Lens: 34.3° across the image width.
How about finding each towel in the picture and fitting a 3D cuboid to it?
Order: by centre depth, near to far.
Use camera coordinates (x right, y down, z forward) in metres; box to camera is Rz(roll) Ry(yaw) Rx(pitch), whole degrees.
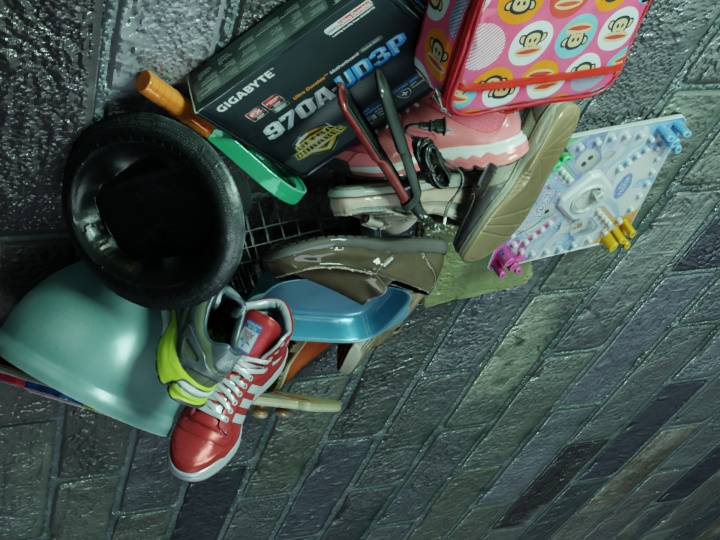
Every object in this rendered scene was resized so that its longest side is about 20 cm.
[{"bbox_3d":[0.135,-0.024,1.370,0.148,0.037,0.200,-15,150,-3],"label":"towel"}]

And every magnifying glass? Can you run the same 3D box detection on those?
[{"bbox_3d":[-0.122,-0.120,1.055,0.022,0.080,0.200,-47,132,13],"label":"magnifying glass"}]

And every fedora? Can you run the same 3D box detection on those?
[{"bbox_3d":[-0.172,-0.061,1.060,0.201,0.201,0.092,-40,176,33],"label":"fedora"}]

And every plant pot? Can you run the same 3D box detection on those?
[{"bbox_3d":[-0.251,0.061,1.174,0.200,0.200,0.134,35,80,-54],"label":"plant pot"}]

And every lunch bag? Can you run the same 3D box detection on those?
[{"bbox_3d":[0.145,-0.206,0.993,0.200,0.082,0.176,-13,141,-29],"label":"lunch bag"}]

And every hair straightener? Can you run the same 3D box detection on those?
[{"bbox_3d":[0.050,-0.105,1.053,0.077,0.041,0.200,-20,134,13],"label":"hair straightener"}]

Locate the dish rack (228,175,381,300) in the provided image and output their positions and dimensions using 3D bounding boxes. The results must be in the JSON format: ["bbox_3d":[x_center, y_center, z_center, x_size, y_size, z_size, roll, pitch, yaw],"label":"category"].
[{"bbox_3d":[-0.074,-0.029,1.239,0.200,0.055,0.153,-14,148,-2],"label":"dish rack"}]

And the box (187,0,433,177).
[{"bbox_3d":[-0.026,-0.176,1.027,0.200,0.046,0.159,-31,148,22],"label":"box"}]

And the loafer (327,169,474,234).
[{"bbox_3d":[0.049,-0.063,1.172,0.072,0.063,0.200,6,-167,42],"label":"loafer"}]

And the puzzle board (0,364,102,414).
[{"bbox_3d":[-0.341,0.131,1.279,0.200,0.017,0.151,11,165,33],"label":"puzzle board"}]

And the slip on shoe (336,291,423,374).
[{"bbox_3d":[0.021,0.062,1.413,0.061,0.076,0.200,12,135,-14],"label":"slip on shoe"}]

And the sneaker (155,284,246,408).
[{"bbox_3d":[-0.146,0.030,1.100,0.081,0.200,0.074,-34,140,25],"label":"sneaker"}]

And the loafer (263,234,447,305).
[{"bbox_3d":[0.000,0.000,1.173,0.200,0.071,0.073,-1,-179,-24],"label":"loafer"}]

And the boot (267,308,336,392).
[{"bbox_3d":[-0.065,0.083,1.411,0.107,0.075,0.200,-15,158,-32],"label":"boot"}]

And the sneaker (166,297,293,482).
[{"bbox_3d":[-0.129,0.110,1.165,0.071,0.200,0.113,26,141,7],"label":"sneaker"}]

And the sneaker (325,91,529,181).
[{"bbox_3d":[0.059,-0.140,1.127,0.200,0.074,0.087,-6,106,8],"label":"sneaker"}]

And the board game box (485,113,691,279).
[{"bbox_3d":[0.254,-0.079,1.302,0.200,0.026,0.200,-13,144,-25],"label":"board game box"}]

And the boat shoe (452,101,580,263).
[{"bbox_3d":[0.148,-0.098,1.188,0.072,0.065,0.200,-9,136,-49],"label":"boat shoe"}]

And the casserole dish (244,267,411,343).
[{"bbox_3d":[-0.040,0.032,1.264,0.200,0.039,0.121,5,144,-31],"label":"casserole dish"}]

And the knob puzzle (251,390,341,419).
[{"bbox_3d":[-0.113,0.167,1.452,0.219,0.030,0.220,8,176,1],"label":"knob puzzle"}]
